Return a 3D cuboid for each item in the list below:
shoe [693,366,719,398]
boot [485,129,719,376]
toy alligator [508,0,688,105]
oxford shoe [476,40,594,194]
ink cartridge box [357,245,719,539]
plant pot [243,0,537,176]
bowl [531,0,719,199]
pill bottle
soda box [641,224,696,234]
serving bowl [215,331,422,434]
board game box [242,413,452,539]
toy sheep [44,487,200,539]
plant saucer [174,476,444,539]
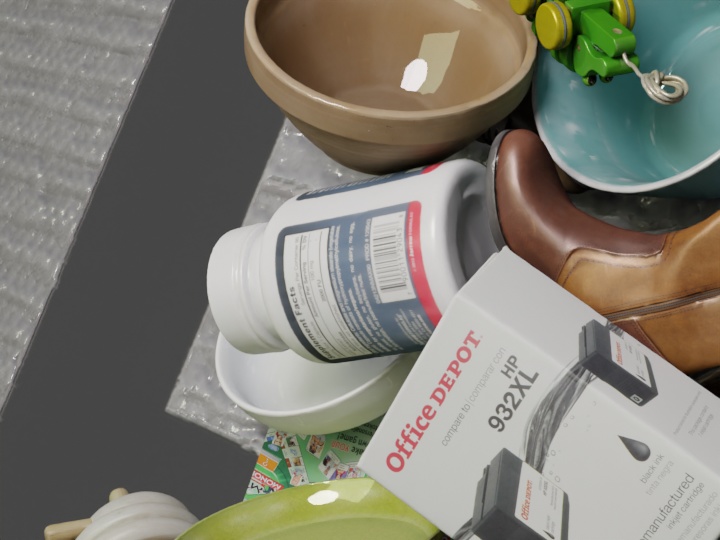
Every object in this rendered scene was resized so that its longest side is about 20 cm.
[{"bbox_3d":[0.200,0.102,1.029,0.199,0.053,0.070,-39,48,26],"label":"shoe"},{"bbox_3d":[0.180,-0.022,0.979,0.199,0.068,0.191,-22,80,40],"label":"boot"},{"bbox_3d":[0.146,-0.147,1.052,0.201,0.059,0.055,-121,27,-42],"label":"toy alligator"},{"bbox_3d":[0.124,-0.109,1.195,0.084,0.072,0.201,-47,34,20],"label":"oxford shoe"},{"bbox_3d":[0.119,0.108,0.978,0.199,0.084,0.146,35,122,10],"label":"ink cartridge box"},{"bbox_3d":[0.017,-0.131,1.124,0.093,0.199,0.202,98,153,-42],"label":"plant pot"},{"bbox_3d":[0.223,-0.128,1.079,0.199,0.105,0.203,-21,57,37],"label":"bowl"},{"bbox_3d":[0.000,0.000,1.115,0.198,0.119,0.121,-10,64,33],"label":"pill bottle"},{"bbox_3d":[0.155,0.020,1.105,0.198,0.063,0.072,-6,67,41],"label":"soda box"},{"bbox_3d":[-0.008,0.048,1.226,0.198,0.066,0.201,-21,37,17],"label":"serving bowl"},{"bbox_3d":[-0.004,0.159,1.218,0.199,0.029,0.136,13,81,46],"label":"board game box"},{"bbox_3d":[-0.172,0.238,1.270,0.138,0.137,0.201,-46,41,18],"label":"toy sheep"},{"bbox_3d":[-0.033,0.187,1.099,0.199,0.199,0.031,-1,105,43],"label":"plant saucer"}]
